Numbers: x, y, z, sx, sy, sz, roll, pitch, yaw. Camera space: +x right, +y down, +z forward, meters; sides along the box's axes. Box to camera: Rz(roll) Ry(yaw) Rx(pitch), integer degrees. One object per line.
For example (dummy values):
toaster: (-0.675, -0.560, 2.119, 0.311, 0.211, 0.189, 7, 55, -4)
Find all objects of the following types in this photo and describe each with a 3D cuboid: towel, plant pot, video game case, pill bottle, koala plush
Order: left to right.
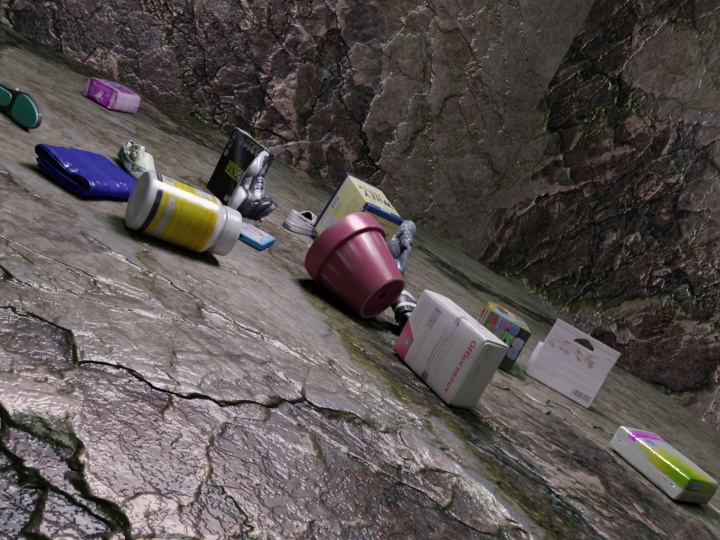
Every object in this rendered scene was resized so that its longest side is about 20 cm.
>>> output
towel: (-0.544, -0.190, 1.394, 0.147, 0.050, 0.200, 38, 11, 8)
pill bottle: (-0.336, -0.103, 1.329, 0.198, 0.115, 0.114, 22, 12, -34)
video game case: (-0.311, -0.112, 1.701, 0.198, 0.018, 0.143, 30, 10, 1)
plant pot: (0.000, 0.000, 1.573, 0.180, 0.200, 0.199, 51, 20, 26)
koala plush: (0.069, -0.096, 2.265, 0.197, 0.186, 0.177, 17, 10, 2)

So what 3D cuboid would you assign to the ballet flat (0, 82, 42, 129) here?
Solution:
ballet flat: (-0.782, -0.380, 1.595, 0.199, 0.074, 0.073, 30, 10, 19)

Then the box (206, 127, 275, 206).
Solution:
box: (-0.337, -0.278, 1.936, 0.047, 0.195, 0.200, 22, 13, -43)

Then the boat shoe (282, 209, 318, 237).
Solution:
boat shoe: (-0.166, -0.151, 2.135, 0.072, 0.066, 0.199, 34, 12, 29)

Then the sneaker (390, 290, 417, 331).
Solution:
sneaker: (0.147, 0.138, 1.630, 0.199, 0.073, 0.113, 34, 26, -30)

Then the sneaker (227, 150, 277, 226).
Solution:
sneaker: (-0.260, -0.207, 1.798, 0.113, 0.202, 0.075, 33, -28, -18)

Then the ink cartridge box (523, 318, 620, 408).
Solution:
ink cartridge box: (0.575, 0.250, 1.890, 0.198, 0.178, 0.045, 29, 10, 1)

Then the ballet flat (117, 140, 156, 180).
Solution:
ballet flat: (-0.541, -0.266, 1.688, 0.074, 0.075, 0.200, 17, 16, -46)

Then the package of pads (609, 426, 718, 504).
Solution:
package of pads: (0.693, 0.444, 1.582, 0.153, 0.069, 0.200, 19, 15, -36)

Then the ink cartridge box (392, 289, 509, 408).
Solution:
ink cartridge box: (0.173, 0.154, 1.362, 0.082, 0.148, 0.200, 19, 15, -40)

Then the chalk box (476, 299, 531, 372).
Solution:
chalk box: (0.365, 0.175, 1.834, 0.123, 0.126, 0.200, 29, 9, 3)

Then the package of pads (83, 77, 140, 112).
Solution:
package of pads: (-0.872, -0.617, 2.450, 0.119, 0.076, 0.200, 28, 10, 1)

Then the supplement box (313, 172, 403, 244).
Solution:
supplement box: (-0.010, -0.139, 2.043, 0.133, 0.201, 0.200, 21, 24, -34)
